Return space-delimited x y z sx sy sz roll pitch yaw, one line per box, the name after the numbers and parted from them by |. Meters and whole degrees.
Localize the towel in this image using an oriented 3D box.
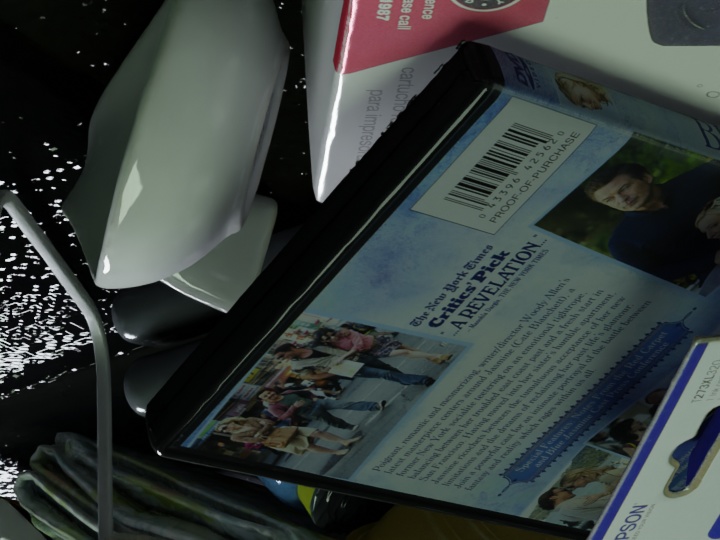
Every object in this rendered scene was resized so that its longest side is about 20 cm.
-0.013 0.118 0.976 0.200 0.048 0.171 20 178 -41 | towel

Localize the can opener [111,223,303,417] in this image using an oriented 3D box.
0.000 0.000 0.818 0.199 0.053 0.066 -19 162 32 | can opener

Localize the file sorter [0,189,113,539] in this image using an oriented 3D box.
-0.189 0.063 0.835 0.199 0.125 0.139 -8 155 8 | file sorter

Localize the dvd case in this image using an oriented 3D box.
0.062 0.017 0.668 0.199 0.018 0.143 15 132 -37 | dvd case

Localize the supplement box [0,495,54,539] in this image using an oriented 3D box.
-0.082 0.167 0.978 0.200 0.086 0.110 27 -178 42 | supplement box

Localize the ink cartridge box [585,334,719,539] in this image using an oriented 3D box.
0.155 0.029 0.680 0.199 0.037 0.095 -6 142 -23 | ink cartridge box

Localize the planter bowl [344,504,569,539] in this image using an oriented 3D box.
0.099 0.096 0.835 0.200 0.200 0.084 15 104 -34 | planter bowl

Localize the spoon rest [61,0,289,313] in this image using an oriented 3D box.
-0.055 -0.031 0.719 0.060 0.100 0.200 15 166 2 | spoon rest

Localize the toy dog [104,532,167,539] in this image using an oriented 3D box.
-0.003 0.159 0.802 0.200 0.132 0.097 13 106 -41 | toy dog

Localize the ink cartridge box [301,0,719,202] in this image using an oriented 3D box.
0.090 -0.085 0.624 0.199 0.085 0.145 -1 155 -7 | ink cartridge box

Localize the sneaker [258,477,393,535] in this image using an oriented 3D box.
0.019 0.059 0.947 0.066 0.078 0.200 -55 147 11 | sneaker
